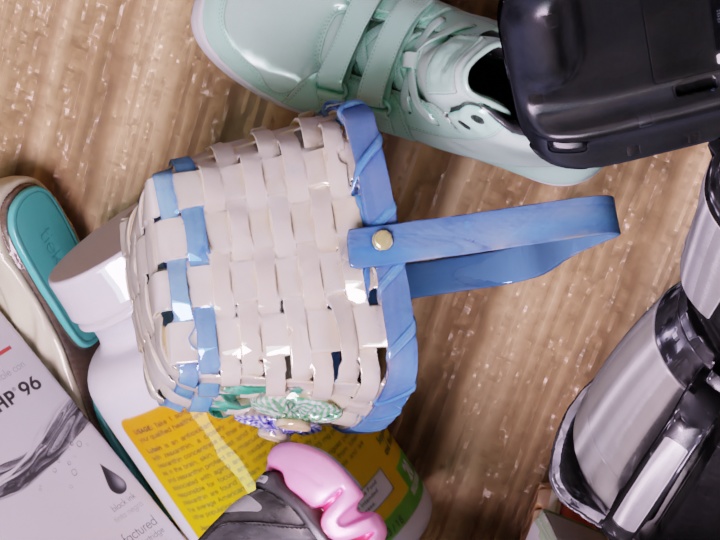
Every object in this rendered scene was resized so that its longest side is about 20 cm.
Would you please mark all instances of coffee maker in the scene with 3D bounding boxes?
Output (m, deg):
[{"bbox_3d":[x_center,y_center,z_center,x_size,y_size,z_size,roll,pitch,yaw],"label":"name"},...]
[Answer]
[{"bbox_3d":[0.204,0.048,1.158,0.191,0.135,0.200,15,138,-10],"label":"coffee maker"}]

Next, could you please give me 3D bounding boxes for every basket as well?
[{"bbox_3d":[0.000,0.000,1.160,0.199,0.176,0.140,-12,83,-10],"label":"basket"}]

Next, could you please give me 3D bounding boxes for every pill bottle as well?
[{"bbox_3d":[-0.061,0.063,1.277,0.111,0.111,0.201,-25,107,28],"label":"pill bottle"}]

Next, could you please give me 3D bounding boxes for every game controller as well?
[{"bbox_3d":[0.155,-0.101,1.063,0.199,0.042,0.105,-14,124,2],"label":"game controller"}]

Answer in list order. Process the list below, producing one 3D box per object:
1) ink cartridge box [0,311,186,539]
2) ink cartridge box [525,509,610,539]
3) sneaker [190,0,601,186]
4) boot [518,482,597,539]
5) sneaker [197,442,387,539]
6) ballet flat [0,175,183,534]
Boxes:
[{"bbox_3d":[-0.189,0.100,1.274,0.200,0.116,0.068,49,139,8],"label":"ink cartridge box"},{"bbox_3d":[0.149,0.174,1.161,0.145,0.200,0.048,23,100,-9],"label":"ink cartridge box"},{"bbox_3d":[0.022,-0.098,1.151,0.199,0.118,0.074,19,83,2],"label":"sneaker"},{"bbox_3d":[0.124,0.189,1.311,0.106,0.075,0.201,1,123,12],"label":"boot"},{"bbox_3d":[-0.003,0.176,1.152,0.200,0.095,0.079,53,159,0],"label":"sneaker"},{"bbox_3d":[-0.143,0.046,1.329,0.069,0.069,0.201,-19,104,27],"label":"ballet flat"}]
